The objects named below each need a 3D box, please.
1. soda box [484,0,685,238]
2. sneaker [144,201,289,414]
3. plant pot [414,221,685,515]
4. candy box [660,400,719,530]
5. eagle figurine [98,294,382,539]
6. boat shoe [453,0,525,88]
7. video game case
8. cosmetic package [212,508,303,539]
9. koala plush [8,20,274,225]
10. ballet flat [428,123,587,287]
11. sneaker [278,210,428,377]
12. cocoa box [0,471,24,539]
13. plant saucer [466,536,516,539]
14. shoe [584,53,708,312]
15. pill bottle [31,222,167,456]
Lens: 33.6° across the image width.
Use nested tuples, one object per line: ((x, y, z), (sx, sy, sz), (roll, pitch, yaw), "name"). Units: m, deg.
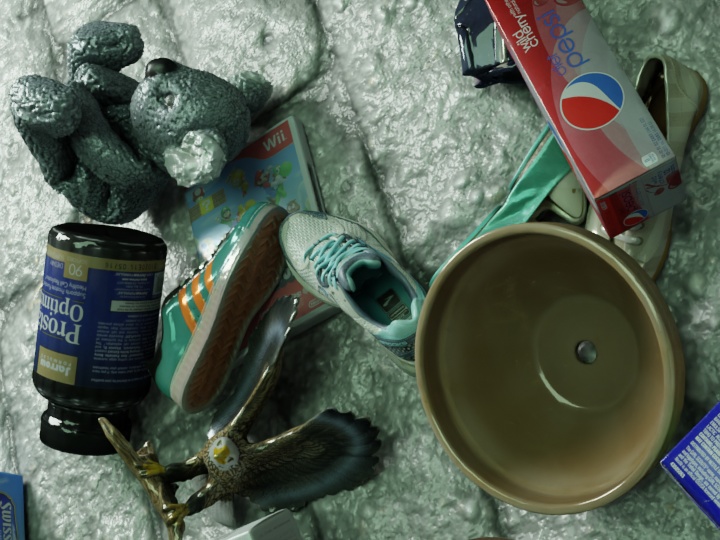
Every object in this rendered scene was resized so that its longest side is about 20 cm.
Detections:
((0.160, -0.128, 0.864), (0.063, 0.070, 0.201), (-28, 60, 9), "soda box")
((-0.135, 0.022, 1.067), (0.080, 0.071, 0.202), (30, 95, 33), "sneaker")
((0.145, 0.064, 0.853), (0.199, 0.092, 0.204), (6, 100, 35), "plant pot")
((0.293, 0.078, 0.716), (0.200, 0.169, 0.077), (-48, 59, 11), "candy box")
((-0.092, 0.140, 0.992), (0.199, 0.152, 0.151), (-35, 25, -4), "eagle figurine")
((0.121, -0.248, 0.995), (0.092, 0.075, 0.203), (-9, 71, 24), "boat shoe")
((-0.092, -0.027, 1.109), (0.142, 0.017, 0.202), (-29, 61, 25), "video game case")
((-0.068, 0.299, 0.917), (0.101, 0.074, 0.202), (-26, 84, 24), "cosmetic package")
((-0.187, -0.135, 1.126), (0.198, 0.185, 0.178), (-4, 33, 22), "koala plush")
((0.136, -0.042, 0.937), (0.070, 0.067, 0.201), (37, 98, 12), "ballet flat")
((0.000, 0.000, 0.984), (0.199, 0.086, 0.078), (38, 83, 31), "sneaker")
((-0.445, 0.281, 1.181), (0.198, 0.131, 0.135), (-21, 65, 27), "cocoa box")
((0.089, 0.297, 0.872), (0.198, 0.034, 0.203), (-11, 69, 30), "plant saucer")
((0.205, -0.066, 0.895), (0.069, 0.053, 0.202), (14, 83, 37), "shoe")
((-0.246, 0.063, 1.111), (0.111, 0.111, 0.203), (14, 99, 36), "pill bottle")
